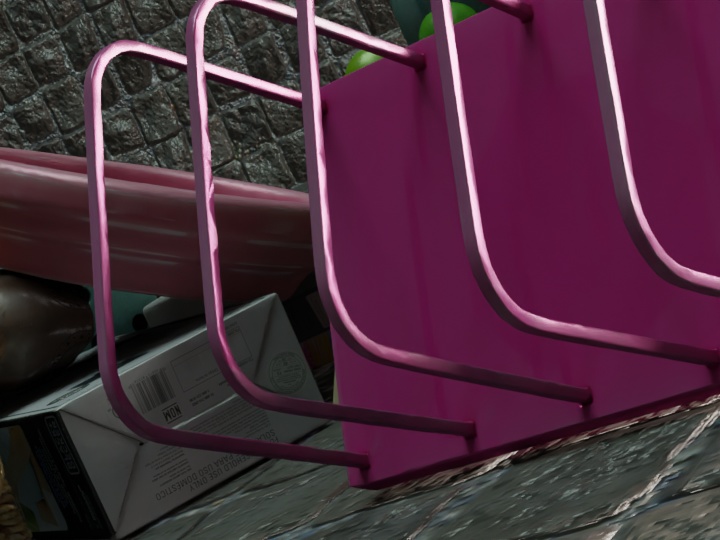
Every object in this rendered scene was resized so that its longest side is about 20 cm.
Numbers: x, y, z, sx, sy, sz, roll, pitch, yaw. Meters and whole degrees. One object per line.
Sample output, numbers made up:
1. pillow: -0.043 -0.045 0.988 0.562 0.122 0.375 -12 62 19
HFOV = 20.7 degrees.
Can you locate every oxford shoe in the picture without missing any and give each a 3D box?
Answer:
1. oxford shoe: -0.169 0.031 0.947 0.072 0.072 0.200 -5 4 -15

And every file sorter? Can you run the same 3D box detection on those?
1. file sorter: 0.028 -0.028 0.573 0.199 0.141 0.125 -20 -21 39

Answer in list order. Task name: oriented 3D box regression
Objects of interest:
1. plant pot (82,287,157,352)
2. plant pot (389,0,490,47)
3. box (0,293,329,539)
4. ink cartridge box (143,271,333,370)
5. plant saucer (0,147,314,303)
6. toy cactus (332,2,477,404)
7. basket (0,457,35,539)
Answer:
1. plant pot: -0.199 0.048 1.160 0.141 0.143 0.199 -28 14 -34
2. plant pot: 0.093 -0.138 0.849 0.133 0.202 0.200 -26 3 33
3. box: -0.111 0.071 0.896 0.116 0.061 0.199 -28 6 -29
4. ink cartridge box: 0.000 0.000 1.038 0.199 0.068 0.117 -23 5 23
5. plant saucer: -0.104 -0.021 0.925 0.198 0.051 0.201 9 5 -1
6. toy cactus: 0.029 -0.019 0.755 0.101 0.167 0.200 17 -14 -13
7. basket: -0.250 0.068 0.788 0.142 0.202 0.148 -27 6 -38
